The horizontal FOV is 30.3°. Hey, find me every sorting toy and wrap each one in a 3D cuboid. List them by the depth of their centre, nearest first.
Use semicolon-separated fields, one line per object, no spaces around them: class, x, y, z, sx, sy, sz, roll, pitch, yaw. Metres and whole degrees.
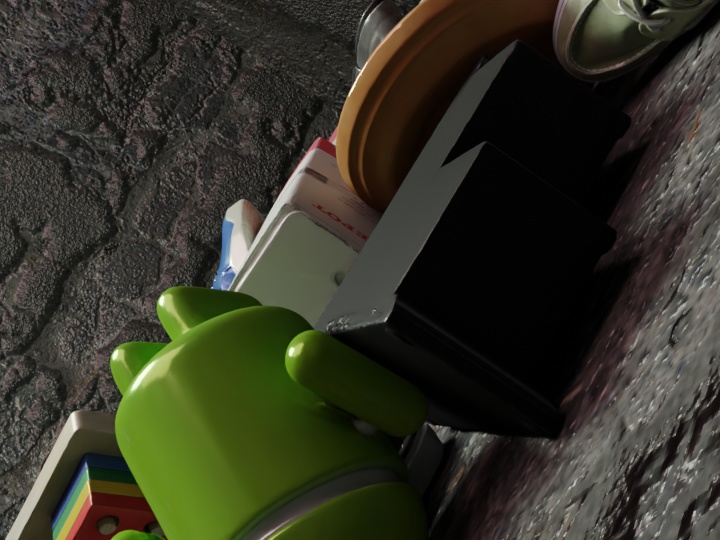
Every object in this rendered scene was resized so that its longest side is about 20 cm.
sorting toy;-0.147;0.208;0.969;0.201;0.197;0.070;-58;35;29

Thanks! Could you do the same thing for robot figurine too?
robot figurine;-0.043;0.100;0.646;0.176;0.201;0.115;-46;-29;21

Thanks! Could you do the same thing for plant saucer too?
plant saucer;0.078;-0.105;0.851;0.199;0.038;0.201;-25;-34;-18

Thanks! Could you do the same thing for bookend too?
bookend;0.076;-0.027;0.675;0.201;0.092;0.199;-59;7;-11

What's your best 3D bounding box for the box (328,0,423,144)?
box;0.059;-0.127;1.140;0.109;0.127;0.200;-61;7;-32

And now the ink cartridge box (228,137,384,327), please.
ink cartridge box;0.000;0.000;0.902;0.085;0.145;0.200;-55;6;15

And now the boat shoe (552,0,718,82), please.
boat shoe;0.164;-0.164;0.720;0.200;0.072;0.062;-48;9;49

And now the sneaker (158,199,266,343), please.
sneaker;-0.103;0.037;0.962;0.111;0.077;0.201;-31;42;14

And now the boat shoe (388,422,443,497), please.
boat shoe;-0.032;0.160;0.726;0.201;0.071;0.072;-60;6;-13

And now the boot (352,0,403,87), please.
boot;0.048;-0.152;0.933;0.069;0.132;0.201;-23;-29;-32
